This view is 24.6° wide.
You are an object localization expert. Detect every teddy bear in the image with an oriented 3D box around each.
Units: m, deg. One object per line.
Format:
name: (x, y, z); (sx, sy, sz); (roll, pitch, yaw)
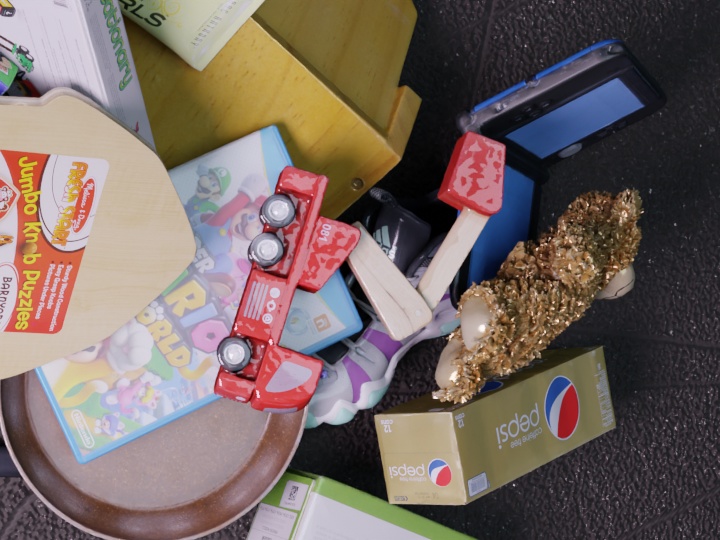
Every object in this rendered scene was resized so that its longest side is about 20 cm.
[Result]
teddy bear: (0.123, 0.020, 1.095); (0.067, 0.145, 0.200); (38, 34, 18)

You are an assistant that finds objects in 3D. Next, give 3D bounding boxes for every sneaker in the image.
sneaker: (0.008, 0.007, 1.110); (0.200, 0.078, 0.140); (-39, 144, -32)

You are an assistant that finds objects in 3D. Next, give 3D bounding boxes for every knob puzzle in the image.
knob puzzle: (-0.192, -0.023, 0.953); (0.219, 0.030, 0.220); (-13, 130, -16)

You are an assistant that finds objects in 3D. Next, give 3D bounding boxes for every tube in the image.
tube: (-0.141, -0.186, 0.953); (0.200, 0.058, 0.052); (29, 68, -40)

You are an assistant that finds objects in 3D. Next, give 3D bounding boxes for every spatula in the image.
spatula: (-0.271, 0.117, 1.020); (0.199, 0.021, 0.057); (6, 86, -29)

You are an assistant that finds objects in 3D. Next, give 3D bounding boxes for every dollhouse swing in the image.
dollhouse swing: (-0.076, -0.149, 1.120); (0.200, 0.176, 0.182); (40, 113, -23)

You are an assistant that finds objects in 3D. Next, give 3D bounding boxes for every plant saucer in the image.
plant saucer: (-0.132, 0.073, 1.056); (0.199, 0.034, 0.202); (0, 90, -13)

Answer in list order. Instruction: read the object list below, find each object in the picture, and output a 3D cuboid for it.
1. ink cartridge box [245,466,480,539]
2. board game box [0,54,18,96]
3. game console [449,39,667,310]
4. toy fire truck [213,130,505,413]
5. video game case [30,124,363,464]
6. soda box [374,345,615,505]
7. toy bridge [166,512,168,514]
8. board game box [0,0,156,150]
ink cartridge box: (-0.020, 0.253, 1.125); (0.147, 0.076, 0.201); (26, 79, -26)
board game box: (-0.308, -0.088, 0.926); (0.134, 0.029, 0.200); (41, 115, -21)
game console: (0.140, -0.056, 1.137); (0.170, 0.200, 0.119); (-26, 78, 15)
toy fire truck: (0.000, 0.000, 1.017); (0.140, 0.049, 0.201); (17, 87, -5)
video game case: (-0.115, 0.014, 1.033); (0.199, 0.018, 0.144); (-25, 96, -12)
soda box: (0.099, 0.106, 1.157); (0.200, 0.067, 0.064); (-16, 97, -50)
toy bridge: (-0.120, 0.070, 1.098); (0.067, 0.027, 0.201); (-12, 95, -28)
board game box: (-0.188, -0.119, 0.947); (0.126, 0.200, 0.035); (21, 59, 18)
